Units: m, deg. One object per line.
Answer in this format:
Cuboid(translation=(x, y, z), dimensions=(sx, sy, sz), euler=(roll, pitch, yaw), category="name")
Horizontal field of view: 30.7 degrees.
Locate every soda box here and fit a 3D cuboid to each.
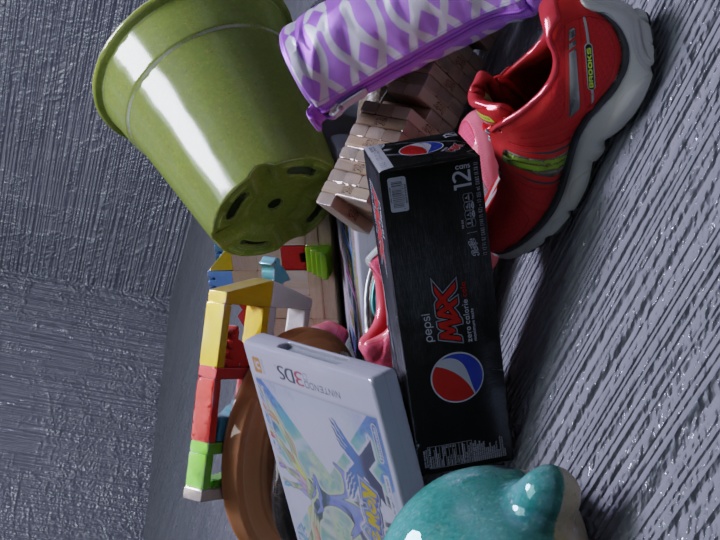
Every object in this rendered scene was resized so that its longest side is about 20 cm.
Cuboid(translation=(0.049, 0.021, 0.817), dimensions=(0.071, 0.063, 0.201), euler=(-115, 17, -71), category="soda box")

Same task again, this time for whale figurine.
Cuboid(translation=(0.067, 0.173, 0.660), dimensions=(0.200, 0.103, 0.160), euler=(-137, 60, -76), category="whale figurine")

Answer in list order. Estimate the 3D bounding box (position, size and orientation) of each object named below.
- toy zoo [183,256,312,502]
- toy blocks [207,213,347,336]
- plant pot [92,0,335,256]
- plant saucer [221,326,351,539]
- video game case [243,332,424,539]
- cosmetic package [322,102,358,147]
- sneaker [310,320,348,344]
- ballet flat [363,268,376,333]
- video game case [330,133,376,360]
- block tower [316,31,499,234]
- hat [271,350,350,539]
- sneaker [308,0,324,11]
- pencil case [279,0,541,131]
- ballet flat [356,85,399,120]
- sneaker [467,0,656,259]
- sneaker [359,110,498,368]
Cuboid(translation=(-0.090, 0.088, 1.104), dimensions=(0.131, 0.020, 0.202), euler=(6, -89, -60), category="toy zoo")
Cuboid(translation=(-0.086, -0.009, 1.273), dimensions=(0.100, 0.136, 0.201), euler=(-62, -30, -66), category="toy blocks")
Cuboid(translation=(-0.112, -0.121, 1.162), dimensions=(0.191, 0.199, 0.201), euler=(60, 145, 30), category="plant pot")
Cuboid(translation=(-0.049, 0.150, 1.136), dimensions=(0.200, 0.032, 0.202), euler=(-20, -67, -56), category="plant saucer")
Cuboid(translation=(-0.008, 0.149, 0.888), dimensions=(0.182, 0.022, 0.201), euler=(9, 117, 59), category="video game case")
Cuboid(translation=(-0.032, -0.075, 1.335), dimensions=(0.090, 0.106, 0.201), euler=(-110, 35, -69), category="cosmetic package")
Cuboid(translation=(-0.031, 0.139, 1.245), dimensions=(0.073, 0.087, 0.201), euler=(21, 126, 37), category="sneaker")
Cuboid(translation=(0.032, 0.050, 1.035), dimensions=(0.069, 0.069, 0.202), euler=(147, 129, -73), category="ballet flat")
Cuboid(translation=(0.000, 0.000, 1.169), dimensions=(0.182, 0.024, 0.201), euler=(-109, 13, -66), category="video game case")
Cuboid(translation=(0.041, -0.125, 1.015), dimensions=(0.058, 0.054, 0.201), euler=(17, 77, 45), category="block tower")
Cuboid(translation=(-0.031, 0.167, 1.035), dimensions=(0.201, 0.080, 0.202), euler=(173, 90, -86), category="hat")
Cuboid(translation=(-0.003, -0.207, 1.182), dimensions=(0.076, 0.113, 0.200), euler=(-59, -5, 4), category="sneaker")
Cuboid(translation=(0.034, -0.180, 0.954), dimensions=(0.199, 0.084, 0.086), euler=(-27, 52, 20), category="pencil case")
Cuboid(translation=(0.025, -0.169, 1.062), dimensions=(0.046, 0.067, 0.202), euler=(16, 102, 41), category="ballet flat")
Cuboid(translation=(0.100, -0.088, 0.785), dimensions=(0.201, 0.084, 0.077), euler=(114, 163, -46), category="sneaker")
Cuboid(translation=(0.051, -0.017, 0.908), dimensions=(0.074, 0.086, 0.202), euler=(-152, 74, -76), category="sneaker")
